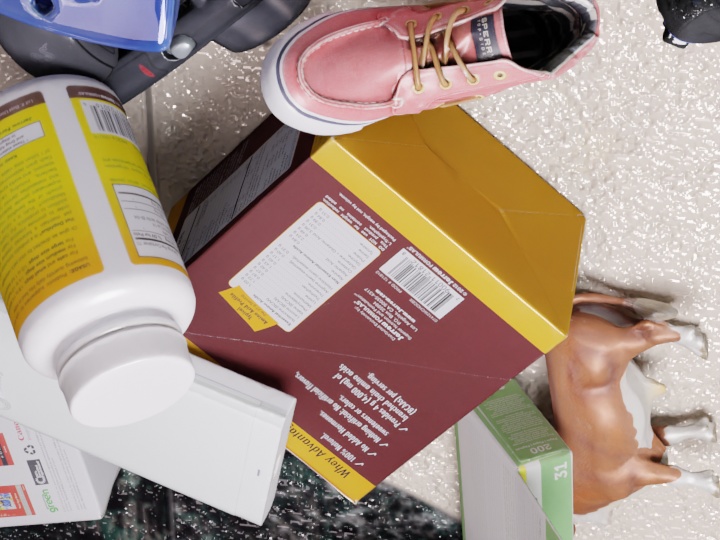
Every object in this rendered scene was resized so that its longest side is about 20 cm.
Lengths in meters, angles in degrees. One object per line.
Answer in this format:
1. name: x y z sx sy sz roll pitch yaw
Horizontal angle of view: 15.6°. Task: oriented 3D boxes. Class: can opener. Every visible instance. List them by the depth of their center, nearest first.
1. can opener: -0.124 -0.138 1.629 0.200 0.063 0.079 -29 115 27

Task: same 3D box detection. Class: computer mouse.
1. computer mouse: -0.237 -0.188 1.600 0.140 0.046 0.200 -10 111 29

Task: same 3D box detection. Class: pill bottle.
1. pill bottle: -0.166 -0.010 1.580 0.109 0.200 0.109 -18 153 -9

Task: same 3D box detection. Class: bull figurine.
1. bull figurine: 0.173 0.100 1.739 0.121 0.065 0.200 -4 126 9

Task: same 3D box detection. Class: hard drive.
1. hard drive: -0.143 0.084 1.669 0.199 0.026 0.132 22 144 6

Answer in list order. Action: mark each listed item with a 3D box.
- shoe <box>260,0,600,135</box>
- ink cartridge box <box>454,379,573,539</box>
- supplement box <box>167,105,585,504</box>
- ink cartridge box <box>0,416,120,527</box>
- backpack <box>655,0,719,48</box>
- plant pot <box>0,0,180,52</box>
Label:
1. shoe: 0.043 -0.129 1.527 0.091 0.200 0.072 -17 86 55
2. ink cartridge box: 0.120 0.180 1.724 0.048 0.200 0.146 -16 126 -17
3. supplement box: 0.000 0.000 1.658 0.197 0.133 0.200 39 123 -17
4. ink cartridge box: -0.274 0.075 1.795 0.175 0.084 0.200 -6 123 14
5. backpack: 0.233 -0.236 1.404 0.182 0.135 0.201 -13 88 -14
6. plant pot: -0.179 -0.242 1.450 0.179 0.200 0.201 6 108 -2
